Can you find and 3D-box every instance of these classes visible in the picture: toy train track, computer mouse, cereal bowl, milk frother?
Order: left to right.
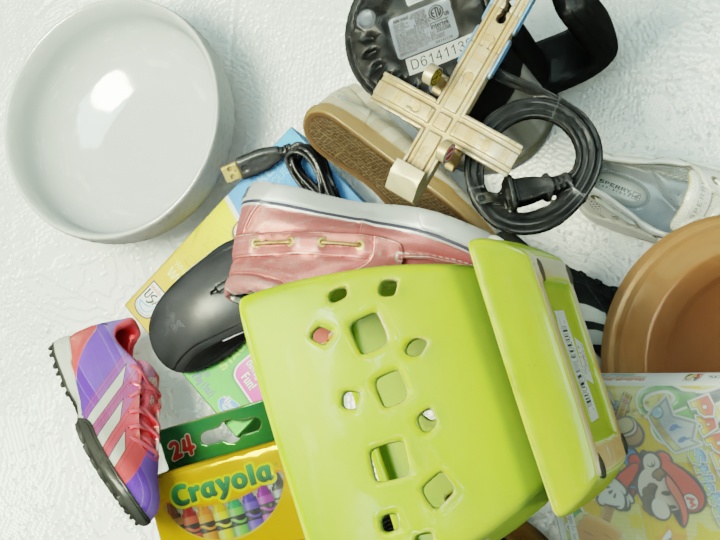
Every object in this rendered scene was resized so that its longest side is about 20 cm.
[{"bbox_3d":[-0.189,-0.116,1.359,0.198,0.083,0.202,-4,77,18],"label":"cereal bowl"},{"bbox_3d":[-0.096,-0.017,1.282,0.199,0.046,0.141,-27,73,12],"label":"computer mouse"},{"bbox_3d":[0.074,-0.139,1.097,0.114,0.033,0.201,30,89,21],"label":"toy train track"},{"bbox_3d":[0.099,-0.109,1.201,0.179,0.188,0.202,-2,79,19],"label":"milk frother"}]

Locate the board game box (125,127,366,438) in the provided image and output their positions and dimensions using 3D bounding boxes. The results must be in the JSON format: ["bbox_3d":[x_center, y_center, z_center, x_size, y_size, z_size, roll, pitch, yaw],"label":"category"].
[{"bbox_3d":[-0.070,0.011,1.315,0.200,0.040,0.153,-47,69,5],"label":"board game box"}]

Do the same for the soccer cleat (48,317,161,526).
[{"bbox_3d":[-0.180,0.109,1.259,0.073,0.069,0.200,-26,43,-6],"label":"soccer cleat"}]

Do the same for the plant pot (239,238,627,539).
[{"bbox_3d":[0.058,0.084,1.052,0.180,0.199,0.202,-19,83,15],"label":"plant pot"}]

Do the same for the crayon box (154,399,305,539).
[{"bbox_3d":[-0.084,0.205,1.251,0.126,0.051,0.202,-18,86,15],"label":"crayon box"}]

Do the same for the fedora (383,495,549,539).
[{"bbox_3d":[0.052,0.238,1.181,0.199,0.201,0.083,13,121,21],"label":"fedora"}]

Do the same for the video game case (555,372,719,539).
[{"bbox_3d":[0.211,0.165,1.116,0.181,0.023,0.202,-3,107,39],"label":"video game case"}]

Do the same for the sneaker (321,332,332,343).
[{"bbox_3d":[0.059,0.060,1.242,0.198,0.078,0.078,-14,79,15],"label":"sneaker"}]

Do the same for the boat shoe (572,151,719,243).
[{"bbox_3d":[0.245,-0.043,1.200,0.198,0.069,0.071,14,82,20],"label":"boat shoe"}]

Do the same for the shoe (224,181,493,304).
[{"bbox_3d":[0.000,0.000,1.213,0.198,0.072,0.092,12,75,9],"label":"shoe"}]

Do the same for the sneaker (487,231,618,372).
[{"bbox_3d":[0.182,0.023,1.184,0.112,0.073,0.200,-45,100,-11],"label":"sneaker"}]

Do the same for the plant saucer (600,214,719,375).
[{"bbox_3d":[0.266,0.062,1.139,0.198,0.037,0.202,0,93,-9],"label":"plant saucer"}]

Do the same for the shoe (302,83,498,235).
[{"bbox_3d":[0.045,-0.068,1.269,0.200,0.053,0.070,43,139,3],"label":"shoe"}]
